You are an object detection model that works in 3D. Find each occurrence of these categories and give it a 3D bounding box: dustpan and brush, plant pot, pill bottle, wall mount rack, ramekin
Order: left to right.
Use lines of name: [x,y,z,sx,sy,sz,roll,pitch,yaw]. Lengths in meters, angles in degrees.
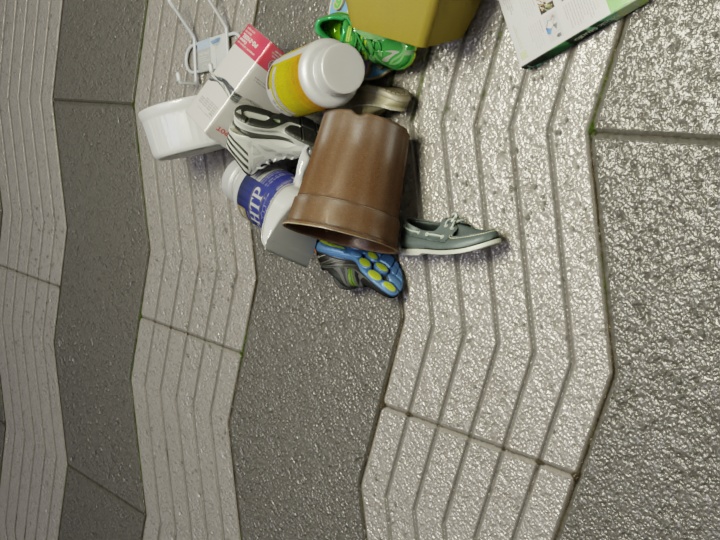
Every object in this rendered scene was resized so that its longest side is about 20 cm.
ramekin: [-0.336,-0.286,1.682,0.199,0.199,0.099,-8,97,43]
wall mount rack: [-0.329,-0.479,1.730,0.198,0.074,0.176,0,95,43]
pill bottle: [-0.170,-0.138,1.590,0.199,0.119,0.121,31,115,37]
dustpan and brush: [-0.111,-0.120,1.466,0.057,0.139,0.202,21,88,34]
pill bottle: [-0.073,-0.317,1.381,0.199,0.108,0.111,6,100,62]
plant pot: [-0.009,-0.147,1.385,0.199,0.199,0.201,10,84,42]
plant pot: [0.083,-0.444,1.256,0.198,0.199,0.178,24,122,26]

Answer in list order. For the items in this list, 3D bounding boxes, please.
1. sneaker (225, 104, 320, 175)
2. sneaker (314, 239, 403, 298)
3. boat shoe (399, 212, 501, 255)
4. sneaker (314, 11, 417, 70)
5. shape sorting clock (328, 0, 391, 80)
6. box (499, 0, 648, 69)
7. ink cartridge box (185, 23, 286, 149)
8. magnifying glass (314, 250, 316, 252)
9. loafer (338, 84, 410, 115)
sneaker: [-0.150,-0.224,1.527,0.076,0.198,0.116,-100,31,-43]
sneaker: [-0.001,0.000,1.493,0.198,0.071,0.084,26,135,35]
boat shoe: [0.137,-0.059,1.342,0.199,0.072,0.063,-2,98,48]
sneaker: [0.006,-0.375,1.378,0.199,0.083,0.075,24,119,31]
shape sorting clock: [0.012,-0.430,1.438,0.198,0.039,0.203,6,99,43]
box: [0.291,-0.395,1.183,0.199,0.036,0.146,-24,78,44]
ink cartridge box: [-0.201,-0.319,1.534,0.201,0.144,0.084,-51,55,8]
magnifying glass: [-0.029,-0.103,1.528,0.080,0.022,0.201,52,127,25]
loafer: [0.011,-0.282,1.438,0.199,0.075,0.069,17,108,51]
